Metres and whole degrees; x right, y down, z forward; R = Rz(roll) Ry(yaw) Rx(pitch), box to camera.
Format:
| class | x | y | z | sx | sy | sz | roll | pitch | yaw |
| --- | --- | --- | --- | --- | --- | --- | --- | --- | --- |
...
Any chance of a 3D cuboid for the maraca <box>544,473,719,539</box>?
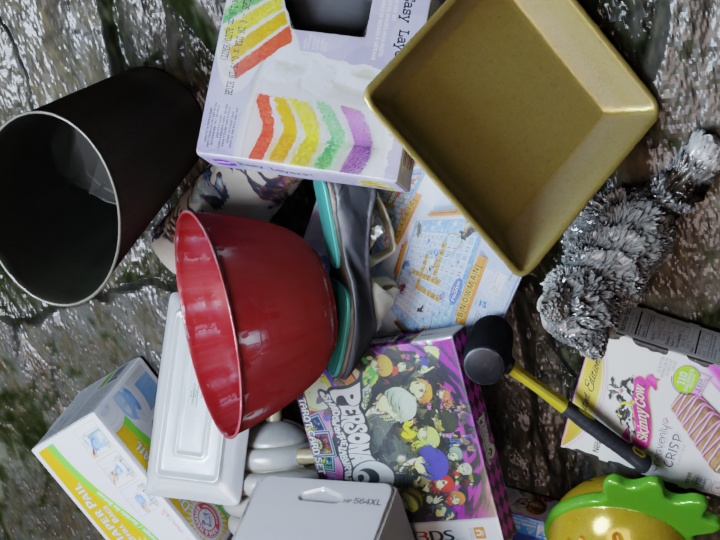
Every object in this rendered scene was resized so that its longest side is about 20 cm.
| class | x | y | z | sx | sy | sz | roll | pitch | yaw |
| --- | --- | --- | --- | --- | --- | --- | --- | --- | --- |
| maraca | 0.246 | 0.236 | 1.355 | 0.136 | 0.108 | 0.200 | 20 | 147 | -8 |

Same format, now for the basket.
| class | x | y | z | sx | sy | sz | roll | pitch | yaw |
| --- | --- | --- | --- | --- | --- | --- | --- | --- | --- |
| basket | -0.229 | -0.093 | 1.321 | 0.134 | 0.200 | 0.182 | 16 | 121 | 13 |

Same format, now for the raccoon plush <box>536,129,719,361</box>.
| class | x | y | z | sx | sy | sz | roll | pitch | yaw |
| --- | --- | --- | --- | --- | --- | --- | --- | --- | --- |
| raccoon plush | 0.213 | -0.023 | 1.225 | 0.096 | 0.134 | 0.201 | 28 | 123 | 6 |

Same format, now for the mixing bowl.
| class | x | y | z | sx | sy | sz | roll | pitch | yaw |
| --- | --- | --- | --- | --- | --- | --- | --- | --- | --- |
| mixing bowl | -0.085 | 0.038 | 1.293 | 0.107 | 0.200 | 0.203 | -11 | 120 | -18 |

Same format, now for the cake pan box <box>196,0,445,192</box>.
| class | x | y | z | sx | sy | sz | roll | pitch | yaw |
| --- | --- | --- | --- | --- | --- | --- | --- | --- | --- |
| cake pan box | -0.030 | -0.176 | 1.235 | 0.182 | 0.052 | 0.203 | 11 | 84 | 15 |

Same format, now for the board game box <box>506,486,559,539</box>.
| class | x | y | z | sx | sy | sz | roll | pitch | yaw |
| --- | --- | --- | --- | --- | --- | --- | --- | --- | --- |
| board game box | 0.091 | 0.298 | 1.501 | 0.197 | 0.041 | 0.202 | 13 | 120 | 14 |

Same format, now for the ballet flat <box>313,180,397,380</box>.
| class | x | y | z | sx | sy | sz | roll | pitch | yaw |
| --- | --- | --- | --- | --- | --- | --- | --- | --- | --- |
| ballet flat | 0.000 | 0.000 | 1.295 | 0.072 | 0.073 | 0.203 | 4 | 113 | 19 |

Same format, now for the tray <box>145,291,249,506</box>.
| class | x | y | z | sx | sy | sz | roll | pitch | yaw |
| --- | --- | --- | --- | --- | --- | --- | --- | --- | --- |
| tray | -0.156 | 0.123 | 1.446 | 0.106 | 0.022 | 0.203 | 4 | 82 | 20 |

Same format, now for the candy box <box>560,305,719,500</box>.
| class | x | y | z | sx | sy | sz | roll | pitch | yaw |
| --- | --- | --- | --- | --- | --- | --- | --- | --- | --- |
| candy box | 0.291 | 0.121 | 1.317 | 0.198 | 0.061 | 0.138 | 18 | 122 | 12 |

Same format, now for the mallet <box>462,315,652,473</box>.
| class | x | y | z | sx | sy | sz | roll | pitch | yaw |
| --- | --- | --- | --- | --- | --- | --- | --- | --- | --- |
| mallet | 0.175 | 0.110 | 1.306 | 0.199 | 0.066 | 0.041 | 33 | 119 | -12 |

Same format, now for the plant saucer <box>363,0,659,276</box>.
| class | x | y | z | sx | sy | sz | roll | pitch | yaw |
| --- | --- | --- | --- | --- | --- | --- | --- | --- | --- |
| plant saucer | 0.117 | -0.132 | 1.193 | 0.200 | 0.200 | 0.048 | 47 | 163 | -16 |

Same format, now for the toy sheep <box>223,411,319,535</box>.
| class | x | y | z | sx | sy | sz | roll | pitch | yaw |
| --- | --- | --- | --- | --- | --- | --- | --- | --- | --- |
| toy sheep | -0.074 | 0.218 | 1.474 | 0.136 | 0.138 | 0.203 | -4 | 89 | 23 |

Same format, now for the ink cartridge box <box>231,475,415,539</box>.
| class | x | y | z | sx | sy | sz | roll | pitch | yaw |
| --- | --- | --- | --- | --- | --- | --- | --- | --- | --- |
| ink cartridge box | -0.018 | 0.292 | 1.369 | 0.144 | 0.085 | 0.202 | -1 | 130 | 24 |

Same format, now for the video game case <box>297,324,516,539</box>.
| class | x | y | z | sx | sy | sz | roll | pitch | yaw |
| --- | --- | --- | --- | --- | --- | --- | --- | --- | --- |
| video game case | 0.036 | 0.159 | 1.362 | 0.179 | 0.036 | 0.203 | -8 | 102 | 30 |

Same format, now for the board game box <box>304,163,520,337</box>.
| class | x | y | z | sx | sy | sz | roll | pitch | yaw |
| --- | --- | --- | --- | --- | --- | --- | --- | --- | --- |
| board game box | 0.050 | -0.021 | 1.337 | 0.198 | 0.041 | 0.202 | 26 | 123 | 6 |

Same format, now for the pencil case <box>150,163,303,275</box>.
| class | x | y | z | sx | sy | sz | roll | pitch | yaw |
| --- | --- | --- | --- | --- | --- | --- | --- | --- | --- |
| pencil case | -0.120 | -0.071 | 1.363 | 0.200 | 0.077 | 0.090 | -47 | 63 | 34 |

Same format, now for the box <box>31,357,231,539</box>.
| class | x | y | z | sx | sy | sz | roll | pitch | yaw |
| --- | --- | --- | --- | --- | --- | --- | --- | --- | --- |
| box | -0.223 | 0.213 | 1.536 | 0.101 | 0.113 | 0.201 | -30 | 105 | 31 |
